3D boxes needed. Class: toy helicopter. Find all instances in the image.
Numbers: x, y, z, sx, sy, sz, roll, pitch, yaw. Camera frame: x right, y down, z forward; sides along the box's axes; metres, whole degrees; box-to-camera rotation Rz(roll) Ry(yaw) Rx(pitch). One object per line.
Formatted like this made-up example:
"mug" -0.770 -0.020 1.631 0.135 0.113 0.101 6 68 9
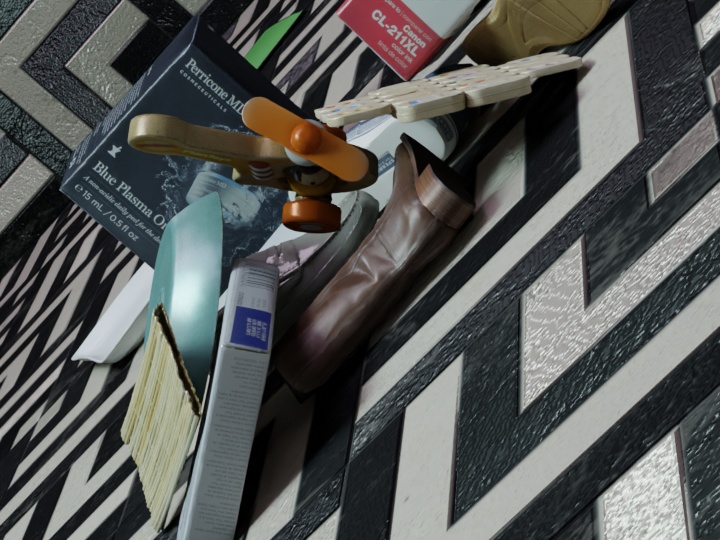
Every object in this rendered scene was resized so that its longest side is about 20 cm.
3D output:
"toy helicopter" -0.078 -0.089 1.688 0.132 0.199 0.079 161 117 -63

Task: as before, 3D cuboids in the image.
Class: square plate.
"square plate" -0.235 0.029 2.464 0.199 0.028 0.200 -53 13 -11

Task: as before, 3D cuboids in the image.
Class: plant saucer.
"plant saucer" -0.142 0.036 1.735 0.200 0.036 0.201 -172 90 -78

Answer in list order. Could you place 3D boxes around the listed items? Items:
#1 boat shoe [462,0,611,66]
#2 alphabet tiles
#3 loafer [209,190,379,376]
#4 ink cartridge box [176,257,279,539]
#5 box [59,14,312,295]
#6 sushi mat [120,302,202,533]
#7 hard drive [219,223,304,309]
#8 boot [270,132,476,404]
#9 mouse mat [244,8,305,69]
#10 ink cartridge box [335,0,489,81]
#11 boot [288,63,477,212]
"boat shoe" 0.145 -0.215 1.746 0.070 0.071 0.200 -57 13 -23
"alphabet tiles" 0.065 -0.134 1.683 0.194 0.015 0.200 -14 10 -5
"loafer" -0.063 0.008 1.821 0.200 0.070 0.070 -49 12 4
"ink cartridge box" -0.097 0.115 1.621 0.197 0.043 0.201 -92 13 -72
"box" -0.153 -0.102 2.162 0.200 0.196 0.118 -46 13 14
"sushi mat" -0.151 0.114 1.668 0.012 0.096 0.200 -14 -27 -22
"hard drive" -0.073 -0.005 2.000 0.200 0.026 0.132 -50 12 1
"boot" 0.000 0.000 1.668 0.200 0.064 0.186 -53 10 10
"mouse mat" -0.152 -0.302 3.194 0.161 0.008 0.200 -53 14 -13
"ink cartridge box" 0.086 -0.261 1.806 0.200 0.083 0.146 -47 -1 18
"boot" 0.026 -0.103 1.869 0.200 0.073 0.090 -24 20 46
